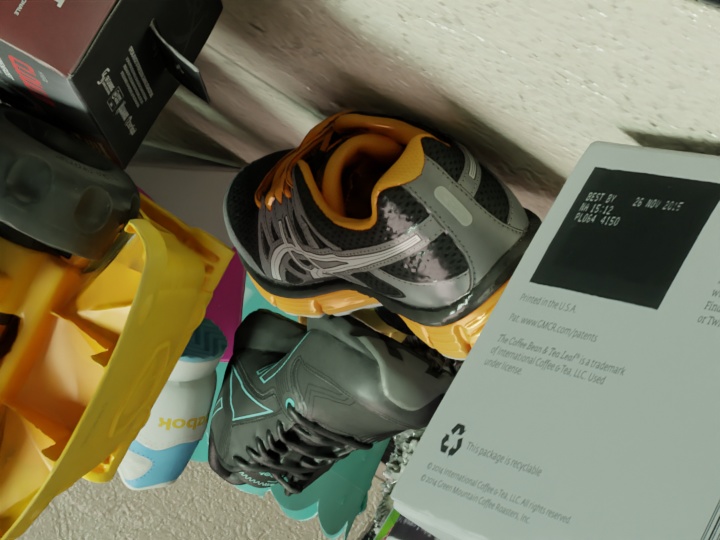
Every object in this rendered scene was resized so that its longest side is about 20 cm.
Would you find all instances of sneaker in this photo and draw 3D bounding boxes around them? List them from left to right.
[{"bbox_3d":[-0.156,0.036,1.119,0.200,0.081,0.076,25,-160,32],"label":"sneaker"},{"bbox_3d":[-0.016,0.064,1.038,0.075,0.079,0.200,31,169,-14],"label":"sneaker"},{"bbox_3d":[0.000,-0.027,0.888,0.077,0.078,0.200,49,161,-27],"label":"sneaker"}]

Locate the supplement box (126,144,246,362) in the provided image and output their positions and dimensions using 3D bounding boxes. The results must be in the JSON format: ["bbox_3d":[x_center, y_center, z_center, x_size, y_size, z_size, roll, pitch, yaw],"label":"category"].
[{"bbox_3d":[-0.143,-0.017,1.261,0.103,0.101,0.200,3,-174,-28],"label":"supplement box"}]

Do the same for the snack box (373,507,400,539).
[{"bbox_3d":[0.118,0.118,0.980,0.200,0.169,0.068,28,170,33],"label":"snack box"}]

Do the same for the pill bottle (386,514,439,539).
[{"bbox_3d":[0.075,0.101,0.901,0.111,0.200,0.111,31,172,5],"label":"pill bottle"}]

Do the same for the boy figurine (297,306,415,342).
[{"bbox_3d":[0.000,0.000,1.076,0.124,0.064,0.200,28,170,-3],"label":"boy figurine"}]

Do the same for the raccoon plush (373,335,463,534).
[{"bbox_3d":[0.029,0.078,1.192,0.097,0.134,0.200,33,172,-26],"label":"raccoon plush"}]

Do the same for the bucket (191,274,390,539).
[{"bbox_3d":[-0.065,0.064,1.480,0.207,0.135,0.207,31,172,5],"label":"bucket"}]

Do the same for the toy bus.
[{"bbox_3d":[-0.147,-0.009,0.838,0.200,0.136,0.192,31,-168,12],"label":"toy bus"}]

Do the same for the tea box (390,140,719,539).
[{"bbox_3d":[0.153,0.073,0.663,0.197,0.134,0.200,33,172,-26],"label":"tea box"}]

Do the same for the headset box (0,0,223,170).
[{"bbox_3d":[-0.134,-0.114,0.779,0.200,0.075,0.149,30,173,4],"label":"headset box"}]

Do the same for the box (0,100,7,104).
[{"bbox_3d":[-0.181,-0.037,0.961,0.106,0.122,0.200,22,132,51],"label":"box"}]
